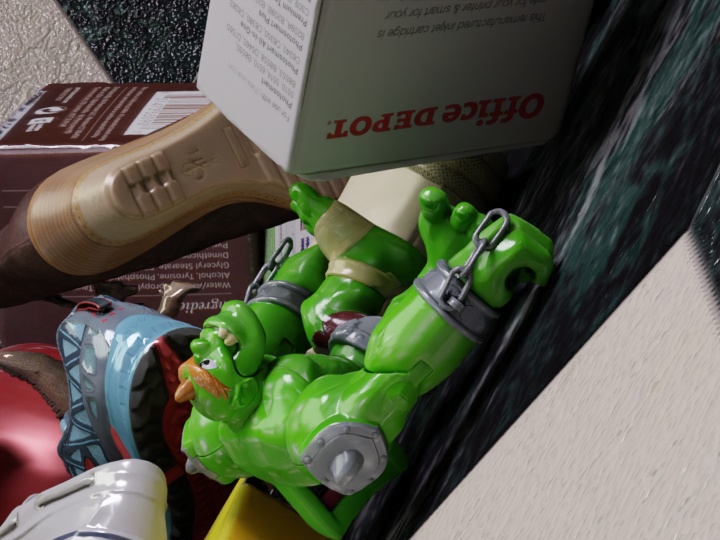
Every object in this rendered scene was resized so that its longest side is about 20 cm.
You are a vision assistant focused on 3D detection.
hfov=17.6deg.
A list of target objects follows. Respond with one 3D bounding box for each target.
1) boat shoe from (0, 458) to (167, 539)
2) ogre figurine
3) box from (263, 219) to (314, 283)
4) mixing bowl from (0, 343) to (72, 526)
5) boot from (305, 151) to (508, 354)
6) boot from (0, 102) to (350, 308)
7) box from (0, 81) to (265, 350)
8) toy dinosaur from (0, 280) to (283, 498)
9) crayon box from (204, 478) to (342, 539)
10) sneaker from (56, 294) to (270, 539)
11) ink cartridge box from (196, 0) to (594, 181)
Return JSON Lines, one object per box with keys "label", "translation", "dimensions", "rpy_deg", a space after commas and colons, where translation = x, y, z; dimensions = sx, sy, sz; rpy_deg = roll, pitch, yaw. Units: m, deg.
{"label": "boat shoe", "translation": [-0.135, 0.134, 1.062], "dimensions": [0.200, 0.073, 0.066], "rpy_deg": [-27, 45, 54]}
{"label": "ogre figurine", "translation": [-0.007, 0.033, 0.904], "dimensions": [0.200, 0.098, 0.120], "rpy_deg": [13, 62, 47]}
{"label": "box", "translation": [-0.021, -0.041, 1.294], "dimensions": [0.200, 0.036, 0.145], "rpy_deg": [171, 99, -75]}
{"label": "mixing bowl", "translation": [-0.142, 0.138, 1.300], "dimensions": [0.108, 0.200, 0.200], "rpy_deg": [-4, 46, 35]}
{"label": "boot", "translation": [0.000, 0.000, 1.101], "dimensions": [0.156, 0.073, 0.200], "rpy_deg": [-62, 7, -8]}
{"label": "boot", "translation": [-0.097, -0.036, 1.169], "dimensions": [0.200, 0.073, 0.166], "rpy_deg": [-17, -4, -39]}
{"label": "box", "translation": [-0.132, -0.005, 1.461], "dimensions": [0.166, 0.164, 0.201], "rpy_deg": [-72, -19, -72]}
{"label": "toy dinosaur", "translation": [-0.100, 0.079, 1.216], "dimensions": [0.086, 0.200, 0.136], "rpy_deg": [18, 104, 52]}
{"label": "crayon box", "translation": [-0.067, 0.176, 0.942], "dimensions": [0.127, 0.051, 0.200], "rpy_deg": [-58, 7, 34]}
{"label": "sneaker", "translation": [-0.097, 0.092, 1.108], "dimensions": [0.079, 0.095, 0.200], "rpy_deg": [-30, -48, -33]}
{"label": "ink cartridge box", "translation": [0.026, -0.149, 0.934], "dimensions": [0.084, 0.146, 0.200], "rpy_deg": [43, 130, 41]}
